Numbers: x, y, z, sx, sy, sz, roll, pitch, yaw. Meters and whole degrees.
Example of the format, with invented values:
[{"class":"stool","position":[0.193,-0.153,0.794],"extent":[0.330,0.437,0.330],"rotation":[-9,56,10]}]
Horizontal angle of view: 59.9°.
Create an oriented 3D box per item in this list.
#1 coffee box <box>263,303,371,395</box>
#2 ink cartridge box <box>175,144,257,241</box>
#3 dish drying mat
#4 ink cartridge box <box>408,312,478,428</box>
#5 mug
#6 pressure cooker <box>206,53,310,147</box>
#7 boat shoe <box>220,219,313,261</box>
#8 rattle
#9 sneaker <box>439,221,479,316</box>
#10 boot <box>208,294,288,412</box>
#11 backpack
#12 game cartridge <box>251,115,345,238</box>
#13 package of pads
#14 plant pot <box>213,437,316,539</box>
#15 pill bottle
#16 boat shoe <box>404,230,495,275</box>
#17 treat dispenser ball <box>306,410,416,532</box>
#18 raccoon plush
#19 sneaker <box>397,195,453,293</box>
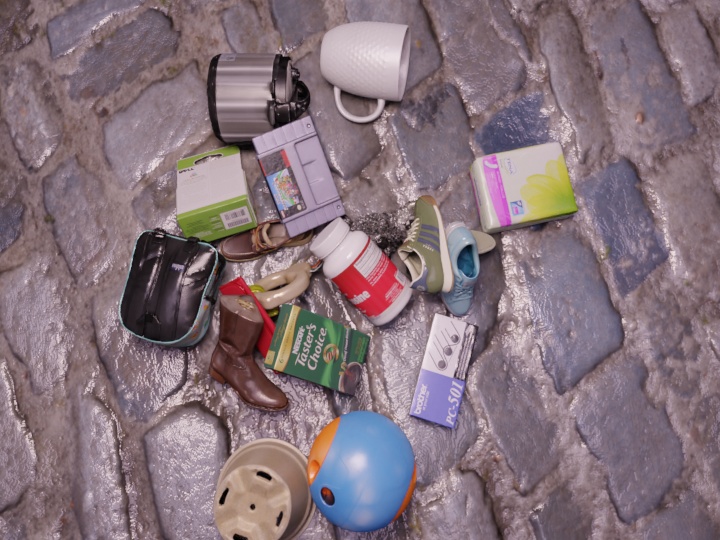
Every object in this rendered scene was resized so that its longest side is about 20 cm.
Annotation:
[{"class":"coffee box","position":[-0.077,0.151,1.176],"extent":[0.198,0.044,0.126],"rotation":[27,75,-35]},{"class":"ink cartridge box","position":[-0.298,-0.161,1.284],"extent":[0.144,0.077,0.202],"rotation":[-16,45,-2]},{"class":"dish drying mat","position":[-0.193,0.107,1.179],"extent":[0.202,0.076,0.018],"rotation":[58,43,-11]},{"class":"ink cartridge box","position":[0.163,0.196,1.225],"extent":[0.092,0.044,0.205],"rotation":[16,79,4]},{"class":"mug","position":[0.006,-0.415,1.311],"extent":[0.171,0.148,0.205],"rotation":[9,108,9]},{"class":"pressure cooker","position":[-0.199,-0.347,1.265],"extent":[0.194,0.179,0.181],"rotation":[0,75,0]},{"class":"boat shoe","position":[-0.192,-0.070,1.261],"extent":[0.195,0.072,0.074],"rotation":[-11,78,-3]},{"class":"rattle","position":[-0.121,0.054,1.245],"extent":[0.198,0.129,0.145],"rotation":[-32,99,-38]},{"class":"sneaker","position":[0.191,0.014,1.195],"extent":[0.072,0.082,0.204],"rotation":[-14,122,-7]},{"class":"boot","position":[-0.195,0.152,1.161],"extent":[0.183,0.064,0.203],"rotation":[25,122,6]},{"class":"backpack","position":[-0.359,0.044,1.194],"extent":[0.171,0.154,0.205],"rotation":[14,73,2]},{"class":"game cartridge","position":[-0.120,-0.180,1.212],"extent":[0.127,0.038,0.204],"rotation":[-24,102,-14]},{"class":"package of pads","position":[0.333,-0.173,1.292],"extent":[0.195,0.068,0.159],"rotation":[-11,80,-4]},{"class":"plant pot","position":[-0.177,0.408,1.107],"extent":[0.195,0.184,0.206],"rotation":[0,78,-1]},{"class":"pill bottle","position":[0.000,0.000,1.198],"extent":[0.200,0.112,0.113],"rotation":[45,80,-15]},{"class":"boat shoe","position":[0.178,-0.027,1.261],"extent":[0.195,0.067,0.075],"rotation":[-15,45,-19]},{"class":"treat dispenser ball","position":[0.003,0.355,1.110],"extent":[0.195,0.201,0.207],"rotation":[0,78,-1]},{"class":"raccoon plush","position":[0.034,-0.112,1.268],"extent":[0.198,0.097,0.135],"rotation":[37,72,7]},{"class":"sneaker","position":[0.111,-0.052,1.177],"extent":[0.087,0.067,0.205],"rotation":[-3,66,-16]}]
